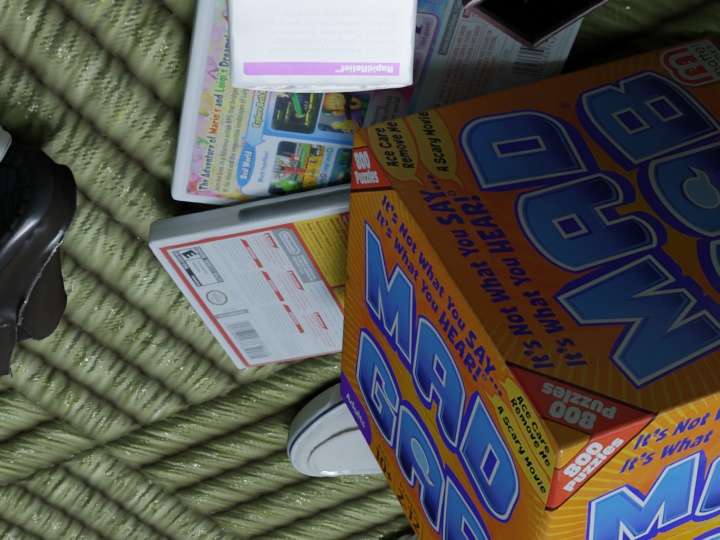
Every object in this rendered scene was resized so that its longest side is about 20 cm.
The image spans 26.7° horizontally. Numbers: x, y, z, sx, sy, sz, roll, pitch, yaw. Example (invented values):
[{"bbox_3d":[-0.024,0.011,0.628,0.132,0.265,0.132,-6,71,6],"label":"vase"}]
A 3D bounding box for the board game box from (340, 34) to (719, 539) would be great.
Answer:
[{"bbox_3d":[0.122,0.043,0.736,0.200,0.200,0.200,-16,140,-18],"label":"board game box"}]

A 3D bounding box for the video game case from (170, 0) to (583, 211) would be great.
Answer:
[{"bbox_3d":[0.005,-0.096,0.757,0.182,0.024,0.200,6,142,-9],"label":"video game case"}]

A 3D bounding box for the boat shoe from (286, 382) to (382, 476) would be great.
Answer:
[{"bbox_3d":[0.037,0.103,0.970,0.200,0.070,0.071,-23,137,23],"label":"boat shoe"}]

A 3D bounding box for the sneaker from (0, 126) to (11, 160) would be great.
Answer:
[{"bbox_3d":[-0.276,-0.051,0.778,0.200,0.070,0.080,-25,121,22],"label":"sneaker"}]

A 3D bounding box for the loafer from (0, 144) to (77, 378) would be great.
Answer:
[{"bbox_3d":[-0.194,0.000,0.842,0.071,0.073,0.200,9,146,-29],"label":"loafer"}]

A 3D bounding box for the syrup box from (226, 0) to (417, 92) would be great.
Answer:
[{"bbox_3d":[-0.016,-0.172,0.595,0.081,0.079,0.200,0,134,-4],"label":"syrup box"}]

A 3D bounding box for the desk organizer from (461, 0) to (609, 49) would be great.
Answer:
[{"bbox_3d":[0.136,-0.158,0.620,0.200,0.077,0.072,-29,129,22],"label":"desk organizer"}]

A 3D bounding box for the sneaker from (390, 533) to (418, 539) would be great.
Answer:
[{"bbox_3d":[0.057,0.235,1.131,0.075,0.081,0.200,15,140,-23],"label":"sneaker"}]

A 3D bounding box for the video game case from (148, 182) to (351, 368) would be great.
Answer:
[{"bbox_3d":[0.000,0.000,0.853,0.200,0.017,0.143,-10,145,13],"label":"video game case"}]
